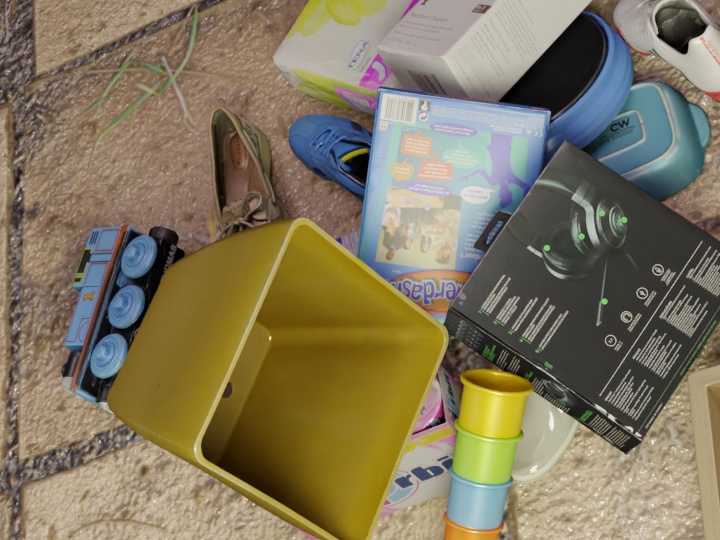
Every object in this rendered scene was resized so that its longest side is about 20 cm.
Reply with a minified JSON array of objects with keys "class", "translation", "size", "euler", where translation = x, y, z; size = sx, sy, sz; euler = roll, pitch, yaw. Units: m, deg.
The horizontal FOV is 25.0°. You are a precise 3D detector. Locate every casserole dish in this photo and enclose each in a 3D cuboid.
[{"class":"casserole dish","translation":[0.217,-0.105,1.469],"size":[0.199,0.039,0.122],"euler":[-22,54,18]}]

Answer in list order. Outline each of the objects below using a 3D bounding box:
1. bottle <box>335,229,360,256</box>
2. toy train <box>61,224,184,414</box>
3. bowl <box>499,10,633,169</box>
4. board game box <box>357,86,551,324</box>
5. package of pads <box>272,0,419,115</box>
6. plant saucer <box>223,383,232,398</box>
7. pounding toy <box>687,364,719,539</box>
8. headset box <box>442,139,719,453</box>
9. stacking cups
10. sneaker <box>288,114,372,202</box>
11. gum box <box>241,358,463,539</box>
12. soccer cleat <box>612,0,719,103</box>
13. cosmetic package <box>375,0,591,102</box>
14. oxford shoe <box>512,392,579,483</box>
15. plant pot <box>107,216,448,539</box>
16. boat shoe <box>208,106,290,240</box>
[{"class":"bottle","translation":[0.000,0.000,1.491],"size":[0.199,0.065,0.084],"euler":[-23,20,4]},{"class":"toy train","translation":[-0.239,0.048,1.625],"size":[0.114,0.087,0.201],"euler":[-3,64,39]},{"class":"bowl","translation":[0.154,-0.166,1.505],"size":[0.200,0.039,0.201],"euler":[-23,37,19]},{"class":"board game box","translation":[0.076,-0.051,1.415],"size":[0.151,0.045,0.201],"euler":[8,99,1]},{"class":"package of pads","translation":[0.019,-0.233,1.631],"size":[0.200,0.068,0.155],"euler":[23,76,45]},{"class":"plant saucer","translation":[-0.088,0.098,1.501],"size":[0.200,0.037,0.201],"euler":[-13,38,11]},{"class":"pounding toy","translation":[0.368,0.156,1.185],"size":[0.200,0.142,0.185],"euler":[-21,53,32]},{"class":"headset box","translation":[0.184,0.019,1.319],"size":[0.200,0.093,0.174],"euler":[33,78,7]},{"class":"stacking cups","translation":[0.096,0.182,1.313],"size":[0.060,0.060,0.201],"euler":[19,110,37]},{"class":"sneaker","translation":[-0.011,-0.115,1.585],"size":[0.066,0.078,0.200],"euler":[-52,49,-3]},{"class":"gum box","translation":[0.005,0.159,1.393],"size":[0.199,0.113,0.066],"euler":[-23,54,18]},{"class":"soccer cleat","translation":[0.278,-0.220,1.451],"size":[0.069,0.085,0.200],"euler":[-40,36,5]},{"class":"cosmetic package","translation":[0.126,-0.242,1.510],"size":[0.200,0.081,0.113],"euler":[-49,35,-16]},{"class":"oxford shoe","translation":[0.162,0.083,1.381],"size":[0.075,0.058,0.201],"euler":[16,74,34]},{"class":"plant pot","translation":[-0.082,0.085,1.299],"size":[0.176,0.200,0.201],"euler":[5,65,46]},{"class":"boat shoe","translation":[-0.121,-0.075,1.634],"size":[0.073,0.063,0.200],"euler":[-27,53,14]}]
